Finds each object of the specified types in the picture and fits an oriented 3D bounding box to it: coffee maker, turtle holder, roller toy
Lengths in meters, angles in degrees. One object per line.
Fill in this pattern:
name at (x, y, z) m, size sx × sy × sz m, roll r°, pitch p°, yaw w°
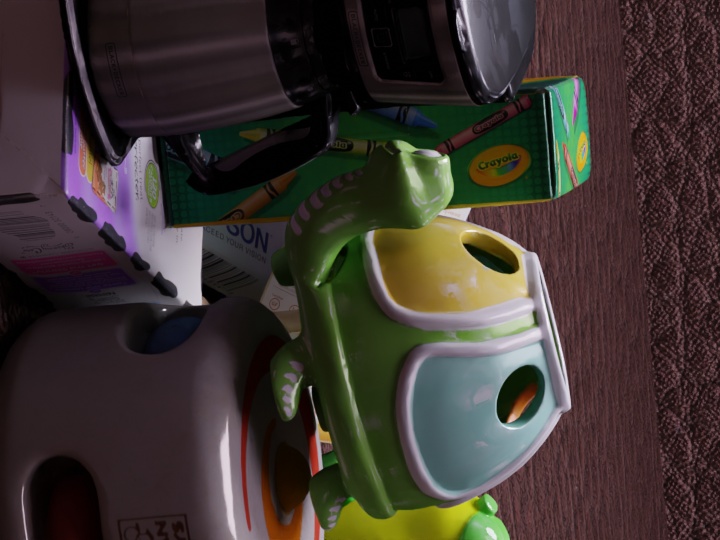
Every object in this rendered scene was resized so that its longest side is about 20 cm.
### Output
coffee maker at (-0.023, -0.143, 1.316) m, size 0.135 × 0.199 × 0.193 m, roll 68°, pitch 22°, yaw -46°
turtle holder at (0.026, 0.025, 1.337) m, size 0.141 × 0.131 × 0.186 m, roll -64°, pitch 141°, yaw -79°
roller toy at (-0.092, 0.108, 1.362) m, size 0.183 × 0.139 × 0.201 m, roll 62°, pitch 27°, yaw -56°

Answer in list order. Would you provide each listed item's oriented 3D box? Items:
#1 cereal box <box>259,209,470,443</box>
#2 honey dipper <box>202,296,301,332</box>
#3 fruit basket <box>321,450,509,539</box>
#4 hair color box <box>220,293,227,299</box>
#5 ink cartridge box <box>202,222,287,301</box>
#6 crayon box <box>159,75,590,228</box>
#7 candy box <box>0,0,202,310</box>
cereal box at (0.000, 0.000, 1.576) m, size 0.144 × 0.039 × 0.201 m, roll 17°, pitch 97°, yaw -63°
honey dipper at (-0.034, 0.029, 1.493) m, size 0.038 × 0.199 × 0.038 m, roll -4°, pitch 90°, yaw -72°
fruit basket at (-0.004, 0.195, 1.562) m, size 0.216 × 0.214 × 0.156 m, roll -72°, pitch 153°, yaw -58°
hair color box at (-0.044, -0.011, 1.755) m, size 0.109 × 0.064 × 0.201 m, roll 57°, pitch 29°, yaw -60°
ink cartridge box at (-0.046, -0.068, 1.662) m, size 0.196 × 0.043 × 0.201 m, roll 28°, pitch 55°, yaw -43°
crayon box at (0.010, -0.061, 1.413) m, size 0.119 × 0.199 × 0.059 m, roll -28°, pitch 113°, yaw -76°
candy box at (-0.140, -0.078, 1.380) m, size 0.200 × 0.071 × 0.169 m, roll 50°, pitch 37°, yaw -65°
